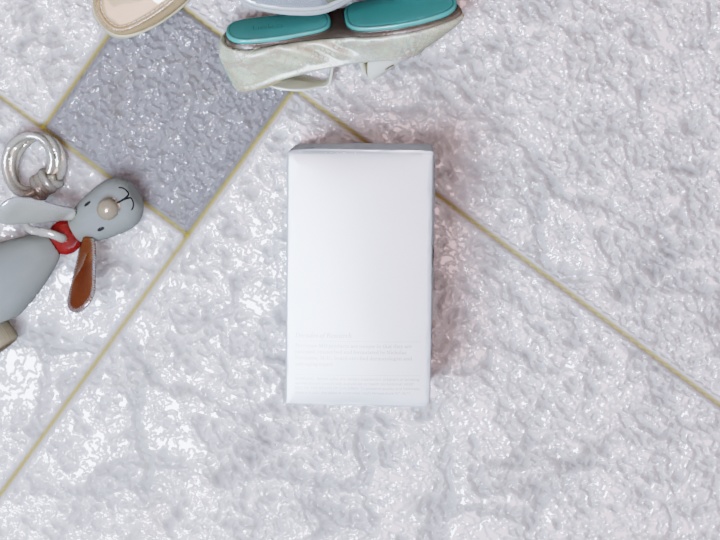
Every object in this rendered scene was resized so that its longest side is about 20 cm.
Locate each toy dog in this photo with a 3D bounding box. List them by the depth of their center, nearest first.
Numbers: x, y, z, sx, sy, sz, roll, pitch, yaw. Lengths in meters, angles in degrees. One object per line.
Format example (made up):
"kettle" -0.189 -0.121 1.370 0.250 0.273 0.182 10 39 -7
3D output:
"toy dog" -0.273 -0.007 1.579 0.132 0.096 0.200 35 96 -2

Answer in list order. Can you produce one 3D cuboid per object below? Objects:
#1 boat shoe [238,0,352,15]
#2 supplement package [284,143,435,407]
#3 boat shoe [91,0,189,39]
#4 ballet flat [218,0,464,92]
"boat shoe" -0.005 -0.252 1.558 0.201 0.065 0.075 -6 64 0
"supplement package" 0.000 0.000 1.570 0.117 0.117 0.201 1 97 2
"boat shoe" -0.139 -0.263 1.570 0.200 0.069 0.074 -43 93 5
"ballet flat" -0.014 -0.181 1.589 0.199 0.068 0.062 -6 124 6
